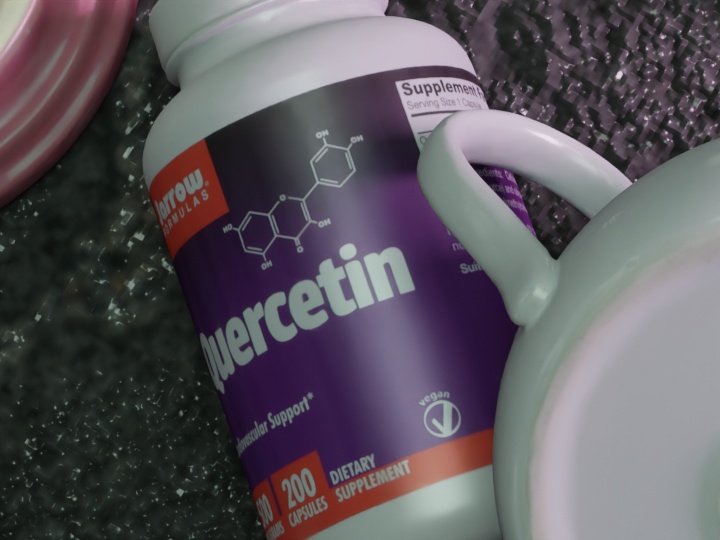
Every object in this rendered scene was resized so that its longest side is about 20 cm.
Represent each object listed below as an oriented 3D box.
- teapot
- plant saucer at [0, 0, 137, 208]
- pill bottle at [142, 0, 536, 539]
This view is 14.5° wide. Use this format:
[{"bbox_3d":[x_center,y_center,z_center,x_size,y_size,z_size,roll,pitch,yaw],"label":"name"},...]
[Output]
[{"bbox_3d":[0.130,0.038,0.798,0.196,0.146,0.201,-12,106,14],"label":"teapot"},{"bbox_3d":[-0.175,-0.107,0.951,0.199,0.051,0.202,0,78,1],"label":"plant saucer"},{"bbox_3d":[0.000,0.000,0.890,0.112,0.112,0.201,-20,78,-3],"label":"pill bottle"}]
